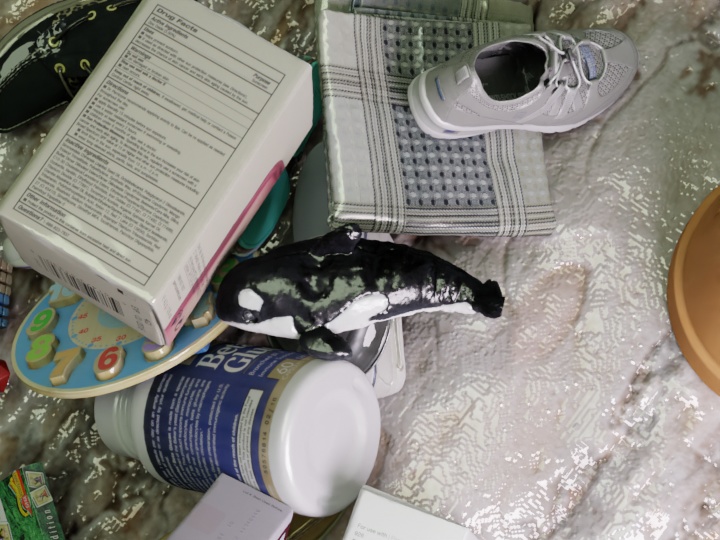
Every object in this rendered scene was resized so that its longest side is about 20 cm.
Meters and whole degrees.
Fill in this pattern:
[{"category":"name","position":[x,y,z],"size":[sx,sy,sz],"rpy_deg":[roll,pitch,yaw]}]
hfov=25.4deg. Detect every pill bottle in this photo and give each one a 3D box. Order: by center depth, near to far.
[{"category":"pill bottle","position":[-0.094,0.107,1.152],"size":[0.200,0.111,0.111],"rpy_deg":[5,76,37]}]

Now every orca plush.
[{"category":"orca plush","position":[0.000,0.005,1.093],"size":[0.199,0.071,0.105],"rpy_deg":[9,48,11]}]

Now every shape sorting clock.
[{"category":"shape sorting clock","position":[-0.169,0.024,1.191],"size":[0.200,0.200,0.039],"rpy_deg":[-22,117,2]}]

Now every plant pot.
[{"category":"plant pot","position":[0.322,0.001,1.134],"size":[0.200,0.140,0.201],"rpy_deg":[-2,75,7]}]

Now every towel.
[{"category":"towel","position":[0.058,-0.124,1.211],"size":[0.192,0.035,0.201],"rpy_deg":[1,74,-22]}]

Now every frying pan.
[{"category":"frying pan","position":[-0.056,0.014,1.194],"size":[0.190,0.031,0.115],"rpy_deg":[31,103,30]}]

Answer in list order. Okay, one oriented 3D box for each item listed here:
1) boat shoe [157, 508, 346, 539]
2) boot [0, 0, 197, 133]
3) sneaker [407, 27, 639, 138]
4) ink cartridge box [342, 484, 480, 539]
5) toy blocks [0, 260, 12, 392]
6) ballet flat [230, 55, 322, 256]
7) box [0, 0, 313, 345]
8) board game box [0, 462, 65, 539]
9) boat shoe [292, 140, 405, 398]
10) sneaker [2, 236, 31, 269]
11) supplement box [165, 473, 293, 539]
[{"category":"boat shoe","position":[-0.095,0.199,1.176],"size":[0.200,0.076,0.072],"rpy_deg":[-34,74,-1]},{"category":"boot","position":[-0.196,-0.149,1.254],"size":[0.203,0.074,0.154],"rpy_deg":[-37,55,-6]},{"category":"sneaker","position":[0.137,-0.143,1.194],"size":[0.200,0.082,0.075],"rpy_deg":[-19,85,-29]},{"category":"ink cartridge box","position":[0.012,0.262,1.109],"size":[0.084,0.146,0.200],"rpy_deg":[19,80,12]},{"category":"toy blocks","position":[-0.331,0.018,1.226],"size":[0.136,0.100,0.201],"rpy_deg":[-4,76,18]},{"category":"ballet flat","position":[-0.082,-0.086,1.223],"size":[0.074,0.074,0.200],"rpy_deg":[16,49,11]},{"category":"box","position":[-0.135,-0.071,1.095],"size":[0.128,0.109,0.200],"rpy_deg":[30,74,9]},{"category":"board game box","position":[-0.241,0.254,1.182],"size":[0.105,0.023,0.200],"rpy_deg":[-33,71,36]},{"category":"boat shoe","position":[0.000,0.000,1.219],"size":[0.071,0.070,0.201],"rpy_deg":[-21,72,45]},{"category":"sneaker","position":[-0.209,-0.071,1.228],"size":[0.200,0.075,0.100],"rpy_deg":[-31,93,28]},{"category":"supplement box","position":[-0.111,0.250,1.094],"size":[0.061,0.200,0.109],"rpy_deg":[24,36,14]}]
